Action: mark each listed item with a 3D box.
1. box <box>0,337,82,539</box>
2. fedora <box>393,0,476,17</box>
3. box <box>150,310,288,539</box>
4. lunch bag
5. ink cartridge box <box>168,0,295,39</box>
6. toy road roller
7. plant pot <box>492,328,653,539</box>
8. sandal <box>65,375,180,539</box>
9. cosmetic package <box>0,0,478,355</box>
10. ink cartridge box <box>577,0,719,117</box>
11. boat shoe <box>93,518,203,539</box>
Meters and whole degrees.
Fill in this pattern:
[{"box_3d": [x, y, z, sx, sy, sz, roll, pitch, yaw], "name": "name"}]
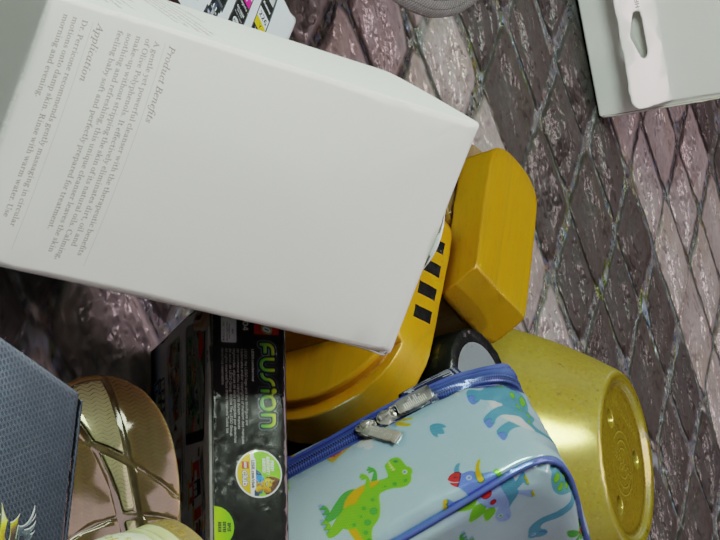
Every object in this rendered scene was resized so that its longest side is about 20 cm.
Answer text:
[{"box_3d": [-0.173, 0.083, 0.732, 0.200, 0.051, 0.158, 46, 41, -55], "name": "box"}, {"box_3d": [-0.012, -0.220, 1.164, 0.200, 0.090, 0.178, 17, 65, -58], "name": "fedora"}, {"box_3d": [-0.062, 0.120, 0.920, 0.110, 0.035, 0.201, 142, -51, -66], "name": "box"}, {"box_3d": [0.028, 0.142, 1.021, 0.083, 0.160, 0.200, 58, -6, 36], "name": "lunch bag"}, {"box_3d": [-0.110, -0.156, 0.921, 0.176, 0.084, 0.200, -73, 146, -46], "name": "ink cartridge box"}, {"box_3d": [0.000, 0.000, 1.087, 0.146, 0.123, 0.200, 47, 40, -36], "name": "toy road roller"}, {"box_3d": [0.086, 0.115, 1.214, 0.200, 0.142, 0.201, -9, 90, -67], "name": "plant pot"}, {"box_3d": [-0.108, 0.144, 0.856, 0.080, 0.054, 0.201, 4, 73, -30], "name": "sandal"}, {"box_3d": [-0.066, -0.045, 0.833, 0.200, 0.085, 0.108, 15, 103, -36], "name": "cosmetic package"}, {"box_3d": [0.264, -0.210, 1.766, 0.200, 0.125, 0.129, -38, 117, -65], "name": "ink cartridge box"}, {"box_3d": [-0.092, 0.189, 0.761, 0.063, 0.073, 0.201, -8, 114, -42], "name": "boat shoe"}]
